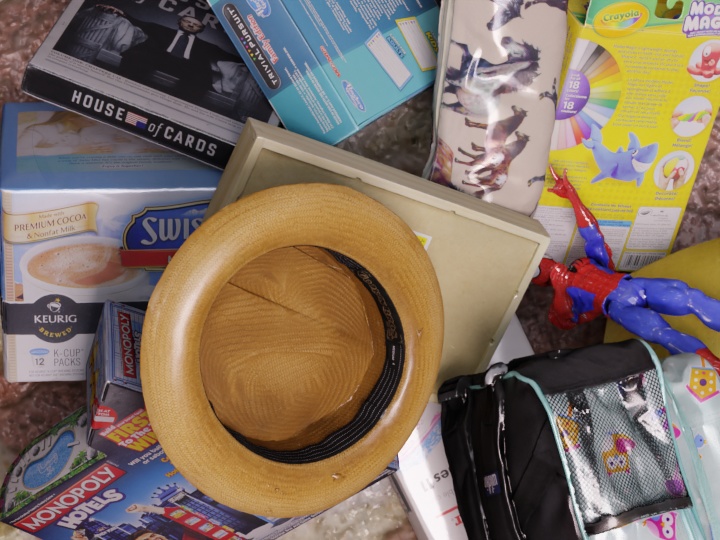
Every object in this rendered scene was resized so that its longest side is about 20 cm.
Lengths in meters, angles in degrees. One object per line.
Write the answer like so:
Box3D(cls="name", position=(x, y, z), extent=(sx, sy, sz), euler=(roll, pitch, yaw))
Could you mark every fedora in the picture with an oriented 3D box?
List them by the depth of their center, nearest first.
Box3D(cls="fedora", position=(-0.048, 0.038, 1.305), extent=(0.199, 0.082, 0.202), euler=(-11, 110, -31))

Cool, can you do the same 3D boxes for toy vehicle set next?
Box3D(cls="toy vehicle set", position=(0.000, 0.000, 1.375), extent=(0.199, 0.027, 0.125), euler=(18, 110, -23))

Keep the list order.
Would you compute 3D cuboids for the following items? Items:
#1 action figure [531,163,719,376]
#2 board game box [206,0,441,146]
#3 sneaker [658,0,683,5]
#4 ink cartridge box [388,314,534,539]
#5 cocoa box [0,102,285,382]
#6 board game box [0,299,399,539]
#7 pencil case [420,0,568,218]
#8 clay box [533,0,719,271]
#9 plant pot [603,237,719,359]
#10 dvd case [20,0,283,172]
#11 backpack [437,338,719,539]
Box3D(cls="action figure", position=(0.157, 0.003, 1.396), extent=(0.065, 0.199, 0.099), euler=(-48, 124, -18))
Box3D(cls="board game box", position=(-0.012, -0.167, 1.448), extent=(0.047, 0.200, 0.152), euler=(-30, 92, 33))
Box3D(cls="sneaker", position=(0.138, -0.155, 1.505), extent=(0.199, 0.075, 0.091), euler=(-25, 126, -15))
Box3D(cls="ink cartridge box", position=(0.070, 0.104, 1.504), extent=(0.117, 0.067, 0.201), euler=(-26, 91, -7))
Box3D(cls="cocoa box", position=(-0.122, -0.022, 1.433), extent=(0.198, 0.134, 0.132), euler=(-1, 118, -7))
Box3D(cls="board game box", position=(-0.116, 0.102, 1.403), extent=(0.199, 0.062, 0.199), euler=(-31, 136, 29))
Box3D(cls="pencil case", position=(0.077, -0.119, 1.415), extent=(0.089, 0.078, 0.202), euler=(3, 104, -13))
Box3D(cls="clay box", position=(0.162, -0.096, 1.472), extent=(0.114, 0.048, 0.201), euler=(2, 120, -22))
Box3D(cls="plant pot", position=(0.231, 0.060, 1.479), extent=(0.141, 0.200, 0.202), euler=(6, 87, 17))
Box3D(cls="dvd case", position=(-0.110, -0.133, 1.432), extent=(0.149, 0.200, 0.025), euler=(21, 121, -2))
Box3D(cls="backpack", position=(0.142, 0.147, 1.351), extent=(0.152, 0.176, 0.202), euler=(-7, 83, -21))
